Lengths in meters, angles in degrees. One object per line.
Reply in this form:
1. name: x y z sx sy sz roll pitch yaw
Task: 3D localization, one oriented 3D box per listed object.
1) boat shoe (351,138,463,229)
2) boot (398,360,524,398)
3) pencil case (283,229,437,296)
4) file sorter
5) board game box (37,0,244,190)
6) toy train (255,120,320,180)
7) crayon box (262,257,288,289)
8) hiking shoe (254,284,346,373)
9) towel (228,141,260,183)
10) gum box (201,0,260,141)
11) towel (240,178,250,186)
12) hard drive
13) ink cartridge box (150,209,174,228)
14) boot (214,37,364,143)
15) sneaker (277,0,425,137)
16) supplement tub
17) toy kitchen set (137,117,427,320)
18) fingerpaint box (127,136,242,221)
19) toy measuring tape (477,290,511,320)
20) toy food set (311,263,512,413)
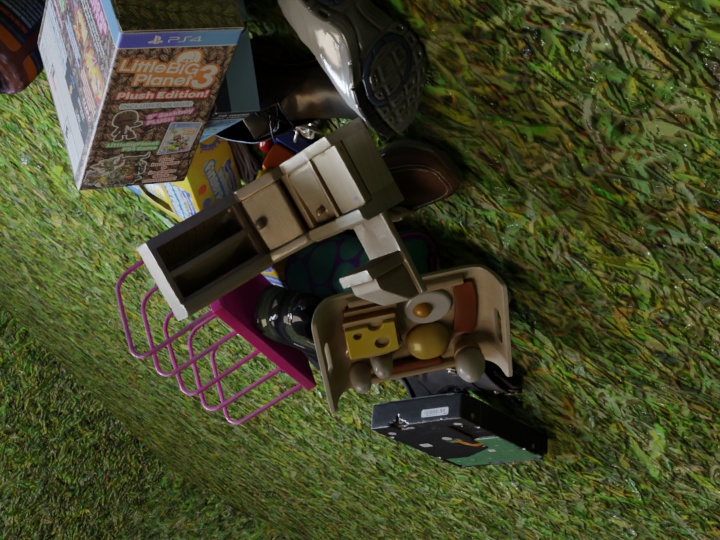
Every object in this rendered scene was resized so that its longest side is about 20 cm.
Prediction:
1. boat shoe: 0.021 -0.072 1.132 0.076 0.072 0.199 44 153 -22
2. boot: 0.127 0.135 1.431 0.173 0.070 0.200 1 147 45
3. pencil case: 0.000 0.000 1.299 0.092 0.086 0.199 5 178 -35
4. file sorter: -0.166 0.067 1.337 0.200 0.125 0.140 46 -164 -48
5. board game box: -0.185 -0.189 0.951 0.200 0.096 0.161 -55 49 52
6. toy train: -0.089 -0.093 1.213 0.084 0.116 0.200 31 159 12
7. crayon box: -0.103 -0.015 1.436 0.125 0.052 0.200 13 148 48
8. hiking shoe: -0.019 0.077 1.283 0.199 0.076 0.100 25 168 -37
9. towel: -0.214 -0.173 1.370 0.199 0.030 0.147 18 151 43
10. gum box: -0.156 -0.205 1.044 0.200 0.044 0.172 -11 87 64
11. towel: -0.092 -0.043 1.460 0.200 0.023 0.144 39 160 -5
12. hard drive: 0.126 0.201 1.468 0.139 0.038 0.199 -13 150 38
13. ink cartridge box: -0.178 -0.026 1.552 0.200 0.059 0.104 46 173 -23
14. boot: -0.057 -0.145 1.074 0.199 0.097 0.075 21 155 38
15. sneaker: -0.014 -0.197 0.958 0.087 0.074 0.201 28 154 55
16. supplement tub: -0.341 -0.250 1.164 0.106 0.201 0.107 31 158 14
17. toy kitchen set: -0.063 -0.006 1.051 0.164 0.180 0.200 60 156 -5
18. fingerpaint box: -0.225 -0.145 1.308 0.166 0.073 0.201 31 157 22
19. toy measuring tape: 0.089 0.040 1.300 0.073 0.074 0.200 40 145 -9
20. toy food set: 0.055 0.079 1.207 0.061 0.198 0.144 -103 1 -45
